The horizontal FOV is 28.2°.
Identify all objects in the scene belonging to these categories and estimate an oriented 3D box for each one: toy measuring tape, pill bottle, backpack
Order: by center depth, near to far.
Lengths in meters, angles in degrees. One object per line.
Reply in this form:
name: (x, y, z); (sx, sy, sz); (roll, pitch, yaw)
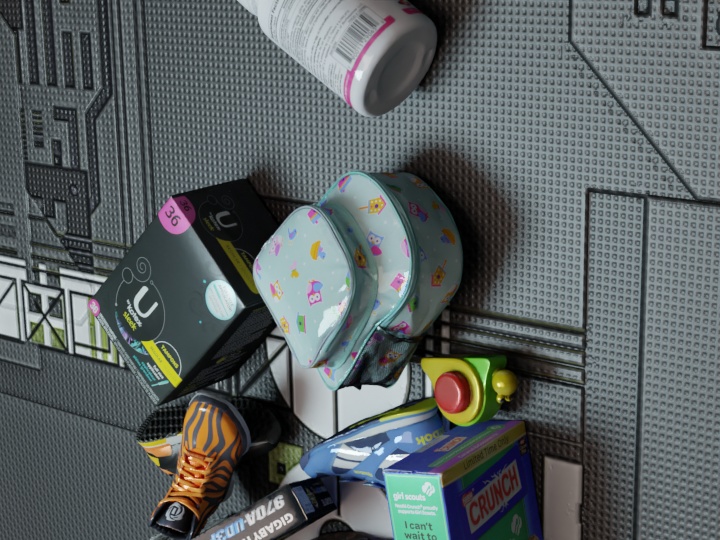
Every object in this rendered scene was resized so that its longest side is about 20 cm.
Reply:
pill bottle: (-0.030, -0.252, 1.408); (0.200, 0.113, 0.114); (42, 124, 23)
backpack: (0.000, 0.000, 1.425); (0.200, 0.152, 0.177); (-48, 54, 26)
toy measuring tape: (0.083, 0.120, 1.452); (0.199, 0.073, 0.075); (-3, 100, 47)

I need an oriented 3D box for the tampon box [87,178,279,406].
tampon box: (-0.178, 0.025, 1.590); (0.150, 0.126, 0.200); (53, 127, 14)

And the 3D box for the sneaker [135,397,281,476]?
sneaker: (-0.165, 0.206, 1.680); (0.198, 0.070, 0.091); (-5, 129, 30)

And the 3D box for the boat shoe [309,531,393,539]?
boat shoe: (0.001, 0.334, 1.566); (0.198, 0.074, 0.074); (-4, 100, 40)

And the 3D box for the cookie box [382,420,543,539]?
cookie box: (0.108, 0.266, 1.400); (0.075, 0.171, 0.203); (-5, 99, 36)

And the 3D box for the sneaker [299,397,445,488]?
sneaker: (0.014, 0.199, 1.521); (0.199, 0.074, 0.083); (-24, 91, 42)

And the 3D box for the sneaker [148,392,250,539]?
sneaker: (-0.179, 0.231, 1.576); (0.077, 0.112, 0.201); (20, 135, 12)

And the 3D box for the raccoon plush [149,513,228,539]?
raccoon plush: (-0.169, 0.372, 1.730); (0.135, 0.096, 0.200); (62, 161, -10)

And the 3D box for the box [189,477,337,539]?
box: (-0.133, 0.293, 1.555); (0.199, 0.159, 0.046); (-31, 80, 6)
